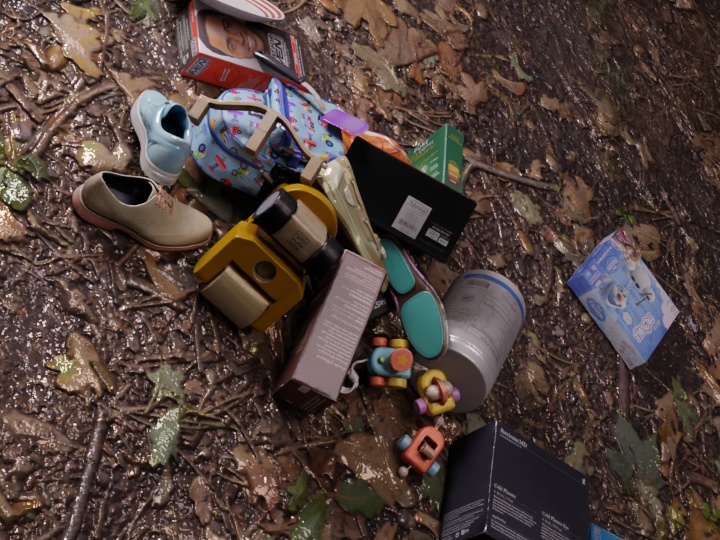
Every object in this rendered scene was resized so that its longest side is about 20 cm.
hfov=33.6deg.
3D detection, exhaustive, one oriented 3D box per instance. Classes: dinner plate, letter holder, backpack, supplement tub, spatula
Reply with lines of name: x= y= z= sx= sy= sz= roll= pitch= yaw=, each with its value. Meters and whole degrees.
dinner plate: x=-0.210 y=-0.417 z=1.812 sx=0.199 sy=0.024 sz=0.200 roll=24 pitch=18 yaw=-8
letter holder: x=0.059 y=-0.103 z=1.757 sx=0.199 sy=0.101 sz=0.142 roll=29 pitch=3 yaw=1
backpack: x=-0.139 y=-0.188 z=1.699 sx=0.199 sy=0.135 sz=0.183 roll=22 pitch=39 yaw=-23
supplement tub: x=0.163 y=0.103 z=1.802 sx=0.132 sy=0.132 sz=0.200 roll=45 pitch=43 yaw=-11
spatula: x=-0.073 y=-0.254 z=1.695 sx=0.200 sy=0.021 sz=0.057 roll=40 pitch=32 yaw=4

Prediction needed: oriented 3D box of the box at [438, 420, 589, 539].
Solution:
box: x=0.225 y=0.351 z=1.721 sx=0.199 sy=0.104 sz=0.183 roll=34 pitch=47 yaw=-23

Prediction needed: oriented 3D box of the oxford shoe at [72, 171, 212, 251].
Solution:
oxford shoe: x=-0.271 y=-0.077 z=1.556 sx=0.199 sy=0.074 sz=0.071 roll=14 pitch=56 yaw=-37

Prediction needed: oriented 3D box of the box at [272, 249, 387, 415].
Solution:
box: x=-0.041 y=0.083 z=1.599 sx=0.075 sy=0.100 sz=0.201 roll=28 pitch=66 yaw=-10

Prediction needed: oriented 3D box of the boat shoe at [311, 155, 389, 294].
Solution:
boat shoe: x=-0.003 y=-0.060 z=1.659 sx=0.063 sy=0.073 sz=0.202 roll=-35 pitch=109 yaw=-19

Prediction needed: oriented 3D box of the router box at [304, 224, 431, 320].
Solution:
router box: x=0.000 y=0.000 z=1.767 sx=0.199 sy=0.062 sz=0.151 roll=-23 pitch=83 yaw=-48

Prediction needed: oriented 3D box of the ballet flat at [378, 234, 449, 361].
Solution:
ballet flat: x=0.079 y=0.038 z=1.719 sx=0.201 sy=0.069 sz=0.071 roll=61 pitch=16 yaw=15

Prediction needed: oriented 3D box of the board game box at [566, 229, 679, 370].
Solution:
board game box: x=0.489 y=0.050 z=2.205 sx=0.200 sy=0.043 sz=0.200 roll=54 pitch=41 yaw=-4

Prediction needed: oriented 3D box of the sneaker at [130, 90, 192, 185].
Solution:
sneaker: x=-0.257 y=-0.198 z=1.606 sx=0.074 sy=0.082 sz=0.201 roll=22 pitch=29 yaw=-33

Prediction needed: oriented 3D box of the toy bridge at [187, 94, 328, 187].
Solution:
toy bridge: x=-0.131 y=-0.185 z=1.604 sx=0.199 sy=0.027 sz=0.068 roll=28 pitch=73 yaw=7

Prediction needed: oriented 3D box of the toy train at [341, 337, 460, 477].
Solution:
toy train: x=0.066 y=0.187 z=1.680 sx=0.200 sy=0.056 sz=0.150 roll=47 pitch=67 yaw=-5

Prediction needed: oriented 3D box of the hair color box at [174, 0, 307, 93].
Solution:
hair color box: x=-0.180 y=-0.328 z=1.812 sx=0.199 sy=0.061 sz=0.102 roll=11 pitch=58 yaw=-38

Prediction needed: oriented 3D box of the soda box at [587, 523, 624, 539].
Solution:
soda box: x=0.401 y=0.462 z=1.840 sx=0.199 sy=0.068 sz=0.065 roll=31 pitch=46 yaw=-25

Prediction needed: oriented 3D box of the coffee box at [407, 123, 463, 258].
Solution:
coffee box: x=0.111 y=-0.125 z=1.908 sx=0.044 sy=0.123 sz=0.201 roll=26 pitch=48 yaw=-26

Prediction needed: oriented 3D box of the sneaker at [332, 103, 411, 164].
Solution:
sneaker: x=-0.006 y=-0.192 z=1.896 sx=0.199 sy=0.073 sz=0.078 roll=25 pitch=72 yaw=-25

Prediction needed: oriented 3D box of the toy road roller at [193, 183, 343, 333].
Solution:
toy road roller: x=-0.117 y=-0.030 z=1.605 sx=0.123 sy=0.200 sz=0.146 roll=44 pitch=18 yaw=-17
